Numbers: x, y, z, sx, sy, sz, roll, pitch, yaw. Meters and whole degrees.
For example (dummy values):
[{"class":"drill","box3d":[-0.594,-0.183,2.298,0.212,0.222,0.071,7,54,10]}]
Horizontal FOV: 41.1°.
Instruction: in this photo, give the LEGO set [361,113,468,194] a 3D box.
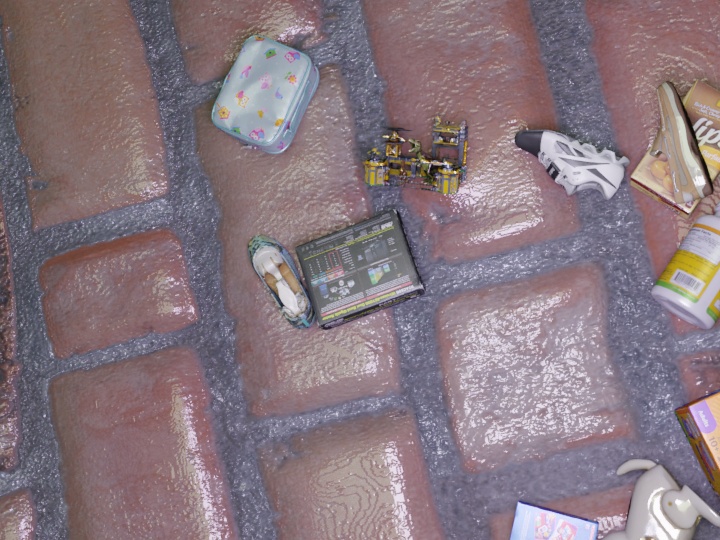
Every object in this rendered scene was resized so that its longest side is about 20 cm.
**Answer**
[{"class":"LEGO set","box3d":[0.102,-0.209,1.654,0.198,0.154,0.117,11,110,26]}]

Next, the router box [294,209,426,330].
[{"class":"router box","box3d":[0.000,0.000,1.687,0.198,0.062,0.151,-20,76,7]}]

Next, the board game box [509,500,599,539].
[{"class":"board game box","box3d":[0.298,0.488,1.546,0.133,0.045,0.202,12,83,15]}]

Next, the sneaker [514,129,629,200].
[{"class":"sneaker","box3d":[0.348,-0.179,1.634,0.198,0.074,0.089,21,84,16]}]

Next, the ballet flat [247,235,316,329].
[{"class":"ballet flat","box3d":[-0.143,0.013,1.718,0.074,0.074,0.201,-38,74,4]}]

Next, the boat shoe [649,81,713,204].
[{"class":"boat shoe","box3d":[0.503,-0.206,1.553,0.076,0.071,0.202,-21,73,27]}]

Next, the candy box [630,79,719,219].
[{"class":"candy box","box3d":[0.554,-0.202,1.600,0.115,0.055,0.201,34,90,17]}]

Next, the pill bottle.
[{"class":"pill bottle","box3d":[0.565,-0.017,1.537,0.111,0.111,0.201,33,89,16]}]

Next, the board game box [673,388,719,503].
[{"class":"board game box","box3d":[0.614,0.257,1.432,0.198,0.200,0.202,-26,77,7]}]

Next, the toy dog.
[{"class":"toy dog","box3d":[0.443,0.411,1.480,0.194,0.139,0.200,40,93,18]}]

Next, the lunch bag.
[{"class":"lunch bag","box3d":[-0.173,-0.319,1.777,0.159,0.077,0.202,24,87,14]}]
